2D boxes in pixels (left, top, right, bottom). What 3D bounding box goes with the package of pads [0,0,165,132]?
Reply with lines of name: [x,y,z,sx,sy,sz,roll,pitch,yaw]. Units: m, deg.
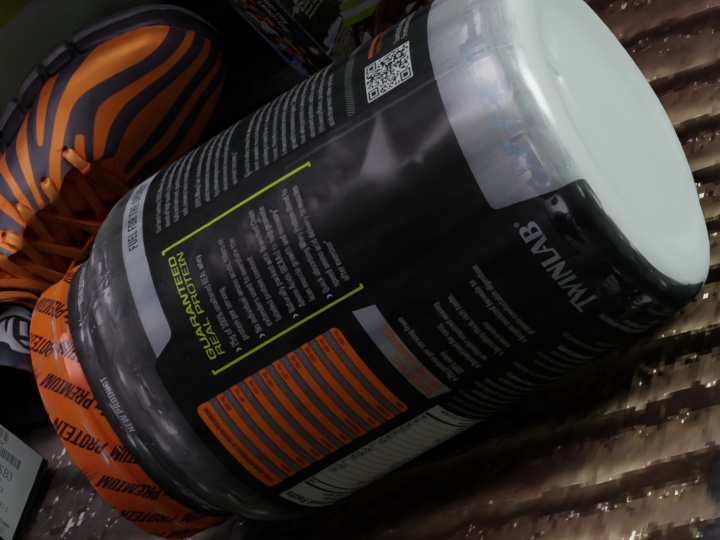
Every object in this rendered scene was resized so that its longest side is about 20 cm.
package of pads: [-0.153,-0.104,1.202,0.200,0.068,0.155,-37,12,8]

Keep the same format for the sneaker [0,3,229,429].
sneaker: [-0.118,-0.007,1.104,0.200,0.077,0.112,-45,35,21]

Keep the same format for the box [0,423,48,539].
box: [-0.253,0.050,1.063,0.200,0.198,0.050,-14,44,40]

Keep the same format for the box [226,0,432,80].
box: [0.014,-0.175,1.071,0.038,0.137,0.200,11,63,53]

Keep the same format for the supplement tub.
supplement tub: [0.000,0.000,0.906,0.200,0.123,0.123,-30,36,22]
